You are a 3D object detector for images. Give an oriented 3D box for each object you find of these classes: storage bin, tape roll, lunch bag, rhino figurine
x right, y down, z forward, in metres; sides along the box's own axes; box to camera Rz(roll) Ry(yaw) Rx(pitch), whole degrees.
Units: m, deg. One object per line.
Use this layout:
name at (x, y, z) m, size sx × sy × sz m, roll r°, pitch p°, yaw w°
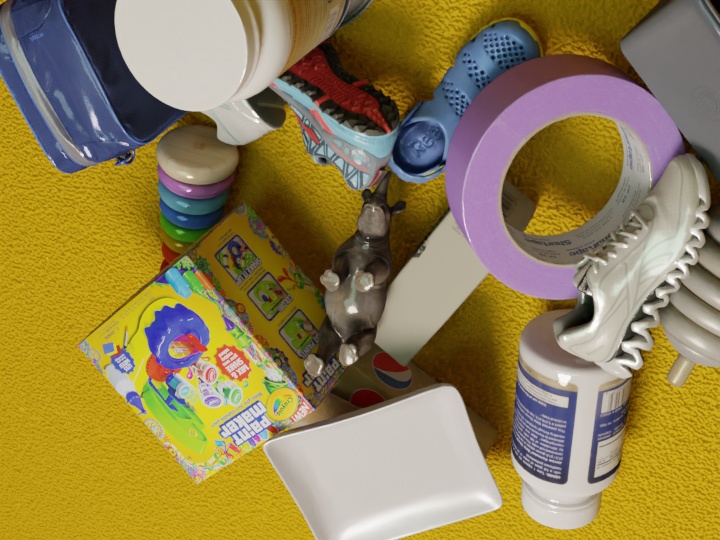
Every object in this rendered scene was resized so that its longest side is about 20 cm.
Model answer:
storage bin at (0.311, -0.166, 0.984) m, size 0.201 × 0.145 × 0.134 m, roll 51°, pitch 154°, yaw -9°
tape roll at (0.175, -0.079, 1.072) m, size 0.197 × 0.066 × 0.203 m, roll -4°, pitch 115°, yaw -10°
lunch bag at (-0.270, -0.196, 1.244) m, size 0.131 × 0.136 × 0.202 m, roll -12°, pitch 112°, yaw 33°
rhino figurine at (0.000, 0.000, 1.175) m, size 0.059 × 0.087 × 0.202 m, roll 19°, pitch 110°, yaw 12°

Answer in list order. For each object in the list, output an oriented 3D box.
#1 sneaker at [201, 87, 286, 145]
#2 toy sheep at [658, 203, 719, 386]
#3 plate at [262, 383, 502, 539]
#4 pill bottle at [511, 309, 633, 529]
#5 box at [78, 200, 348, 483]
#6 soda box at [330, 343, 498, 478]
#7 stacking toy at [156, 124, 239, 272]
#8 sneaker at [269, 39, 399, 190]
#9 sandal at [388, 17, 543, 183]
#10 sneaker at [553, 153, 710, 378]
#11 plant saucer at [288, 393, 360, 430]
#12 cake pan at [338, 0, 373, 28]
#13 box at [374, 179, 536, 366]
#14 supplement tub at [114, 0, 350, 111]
sneaker at (-0.161, -0.206, 1.226) m, size 0.080 × 0.070 × 0.201 m, roll -26°, pitch 104°, yaw 38°
toy sheep at (0.323, 0.019, 1.078) m, size 0.137 × 0.138 × 0.202 m, roll 28°, pitch 108°, yaw 9°
plate at (0.026, 0.196, 1.249) m, size 0.198 × 0.033 × 0.201 m, roll -18°, pitch 130°, yaw 8°
pill bottle at (0.204, 0.149, 1.222) m, size 0.110 × 0.111 × 0.202 m, roll 12°, pitch 122°, yaw 20°
box at (-0.141, 0.075, 1.264) m, size 0.193 × 0.122 × 0.199 m, roll 49°, pitch 128°, yaw -7°
soda box at (0.046, 0.146, 1.326) m, size 0.199 × 0.068 × 0.064 m, roll 38°, pitch 127°, yaw 2°
stacking toy at (-0.179, -0.051, 1.325) m, size 0.085 × 0.086 × 0.202 m, roll 23°, pitch 132°, yaw 13°
sneaker at (-0.042, -0.144, 1.159) m, size 0.200 × 0.079 × 0.096 m, roll 47°, pitch 144°, yaw 39°
sandal at (0.089, -0.143, 1.127) m, size 0.079 × 0.087 × 0.200 m, roll 42°, pitch 126°, yaw 1°
sneaker at (0.228, -0.007, 1.044) m, size 0.080 × 0.075 × 0.202 m, roll 18°, pitch 110°, yaw -9°
plant saucer at (-0.010, 0.207, 1.358) m, size 0.199 × 0.036 × 0.201 m, roll 30°, pitch 153°, yaw 17°
cake pan at (-0.069, -0.308, 1.140) m, size 0.198 × 0.037 × 0.202 m, roll 12°, pitch 123°, yaw 20°
box at (0.082, -0.003, 1.215) m, size 0.068 × 0.082 × 0.200 m, roll 39°, pitch 126°, yaw 0°
supplement tub at (-0.104, -0.228, 1.053) m, size 0.143 × 0.200 × 0.146 m, roll 12°, pitch 122°, yaw 19°
